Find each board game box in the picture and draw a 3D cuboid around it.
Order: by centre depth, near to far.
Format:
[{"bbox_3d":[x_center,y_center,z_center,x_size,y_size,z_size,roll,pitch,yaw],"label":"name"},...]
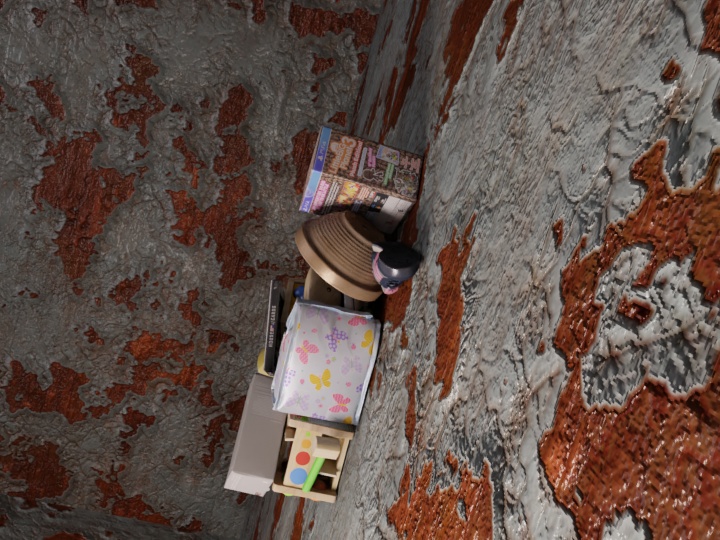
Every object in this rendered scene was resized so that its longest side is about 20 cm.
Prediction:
[{"bbox_3d":[-0.002,-0.165,1.132,0.160,0.197,0.098,125,158,-65],"label":"board game box"}]

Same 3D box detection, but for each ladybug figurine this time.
[{"bbox_3d":[-0.067,0.047,1.199,0.200,0.071,0.138,-67,-22,-79],"label":"ladybug figurine"}]

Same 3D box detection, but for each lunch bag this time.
[{"bbox_3d":[-0.063,0.161,1.098,0.127,0.167,0.203,-125,48,-73],"label":"lunch bag"}]

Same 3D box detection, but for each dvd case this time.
[{"bbox_3d":[-0.198,0.136,1.369,0.150,0.024,0.203,104,169,-76],"label":"dvd case"}]

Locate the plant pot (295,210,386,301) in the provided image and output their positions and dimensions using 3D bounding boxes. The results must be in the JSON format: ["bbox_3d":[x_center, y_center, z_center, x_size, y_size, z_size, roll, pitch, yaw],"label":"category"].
[{"bbox_3d":[-0.016,-0.046,1.112,0.093,0.200,0.201,-50,18,21],"label":"plant pot"}]

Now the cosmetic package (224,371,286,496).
[{"bbox_3d":[-0.195,0.316,1.148,0.107,0.089,0.202,119,166,-48],"label":"cosmetic package"}]

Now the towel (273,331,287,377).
[{"bbox_3d":[-0.095,0.208,1.249,0.200,0.163,0.087,119,160,-64],"label":"towel"}]

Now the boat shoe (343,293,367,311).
[{"bbox_3d":[0.004,0.031,1.193,0.200,0.069,0.072,-79,-11,-70],"label":"boat shoe"}]

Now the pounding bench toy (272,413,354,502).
[{"bbox_3d":[-0.092,0.356,1.114,0.200,0.123,0.158,-140,64,-80],"label":"pounding bench toy"}]

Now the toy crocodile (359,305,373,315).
[{"bbox_3d":[-0.025,0.127,1.250,0.200,0.067,0.062,128,162,-64],"label":"toy crocodile"}]

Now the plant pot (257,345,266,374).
[{"bbox_3d":[-0.145,0.238,1.537,0.142,0.199,0.201,-41,26,28],"label":"plant pot"}]

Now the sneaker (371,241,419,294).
[{"bbox_3d":[0.057,0.004,0.974,0.200,0.069,0.083,-105,14,-78],"label":"sneaker"}]

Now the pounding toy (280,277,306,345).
[{"bbox_3d":[-0.094,0.112,1.424,0.201,0.181,0.143,-86,2,-50],"label":"pounding toy"}]
